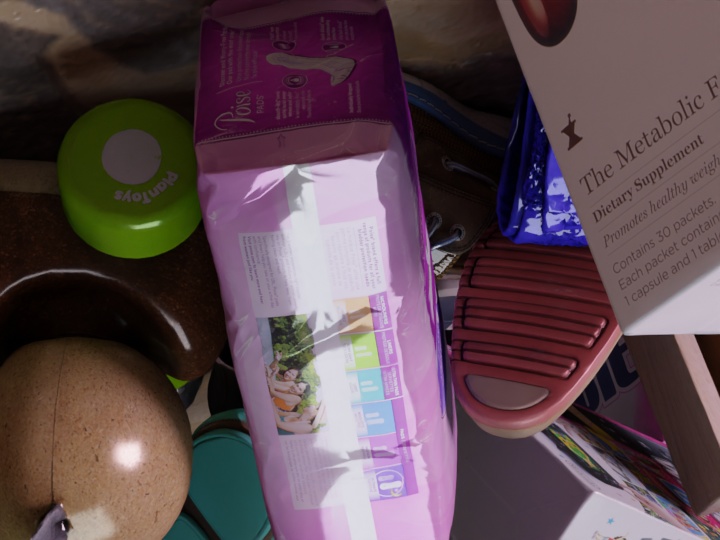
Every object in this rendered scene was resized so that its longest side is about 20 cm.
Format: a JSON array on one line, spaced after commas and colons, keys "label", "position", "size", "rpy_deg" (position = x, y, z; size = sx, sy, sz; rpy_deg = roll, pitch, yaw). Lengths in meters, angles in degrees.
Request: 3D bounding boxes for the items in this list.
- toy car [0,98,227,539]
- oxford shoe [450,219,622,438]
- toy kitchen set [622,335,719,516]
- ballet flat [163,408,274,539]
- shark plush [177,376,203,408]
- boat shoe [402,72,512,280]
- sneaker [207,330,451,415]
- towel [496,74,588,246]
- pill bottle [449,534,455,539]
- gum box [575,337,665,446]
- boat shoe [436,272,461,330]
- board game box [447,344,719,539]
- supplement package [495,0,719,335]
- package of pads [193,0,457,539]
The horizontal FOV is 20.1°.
[{"label": "toy car", "position": [-0.125, 0.060, 0.759], "size": [0.157, 0.201, 0.164], "rpy_deg": [1, 155, -2]}, {"label": "oxford shoe", "position": [0.088, 0.003, 0.825], "size": [0.070, 0.200, 0.075], "rpy_deg": [14, 137, 18]}, {"label": "toy kitchen set", "position": [0.223, -0.027, 0.881], "size": [0.163, 0.181, 0.200], "rpy_deg": [-8, 155, -25]}, {"label": "ballet flat", "position": [-0.059, 0.115, 1.021], "size": [0.070, 0.067, 0.200], "rpy_deg": [-30, 163, -36]}, {"label": "shark plush", "position": [-0.134, 0.113, 1.061], "size": [0.091, 0.084, 0.200], "rpy_deg": [-7, 155, -26]}, {"label": "boat shoe", "position": [0.022, -0.032, 0.853], "size": [0.200, 0.073, 0.072], "rpy_deg": [6, 148, -45]}, {"label": "sneaker", "position": [0.020, 0.044, 1.028], "size": [0.199, 0.075, 0.106], "rpy_deg": [-14, 157, -6]}, {"label": "towel", "position": [0.156, -0.075, 0.759], "size": [0.199, 0.050, 0.148], "rpy_deg": [0, 113, -19]}, {"label": "pill bottle", "position": [0.035, 0.143, 1.106], "size": [0.116, 0.116, 0.200], "rpy_deg": [1, -175, -39]}, {"label": "gum box", "position": [0.120, 0.082, 1.141], "size": [0.066, 0.114, 0.200], "rpy_deg": [-2, 153, -33]}, {"label": "boat shoe", "position": [0.000, 0.000, 0.919], "size": [0.200, 0.075, 0.062], "rpy_deg": [-6, 145, -50]}, {"label": "board game box", "position": [0.121, 0.119, 0.942], "size": [0.200, 0.148, 0.064], "rpy_deg": [27, 101, -35]}, {"label": "supplement package", "position": [0.115, -0.094, 0.610], "size": [0.109, 0.201, 0.114], "rpy_deg": [2, 150, -41]}, {"label": "package of pads", "position": [-0.010, 0.006, 0.749], "size": [0.075, 0.121, 0.201], "rpy_deg": [-8, 127, 3]}]
